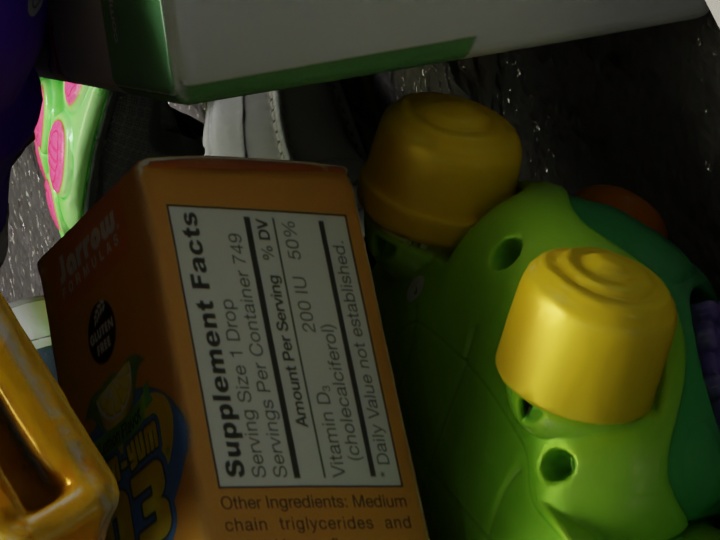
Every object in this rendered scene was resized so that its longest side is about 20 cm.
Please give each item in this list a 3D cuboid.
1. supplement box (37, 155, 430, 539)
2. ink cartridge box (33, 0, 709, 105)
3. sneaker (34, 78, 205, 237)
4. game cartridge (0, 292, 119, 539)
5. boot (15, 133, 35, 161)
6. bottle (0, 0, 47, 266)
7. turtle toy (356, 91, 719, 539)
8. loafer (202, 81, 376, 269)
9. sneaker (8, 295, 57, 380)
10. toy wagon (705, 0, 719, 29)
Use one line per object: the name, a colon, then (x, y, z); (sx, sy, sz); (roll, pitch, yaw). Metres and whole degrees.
supplement box: (-0.023, 0.076, 0.629); (0.067, 0.068, 0.201); (-41, 53, 49)
ink cartridge box: (-0.019, -0.100, 0.717); (0.200, 0.144, 0.085); (-163, 63, -66)
sneaker: (-0.064, -0.027, 0.934); (0.201, 0.083, 0.077); (79, 173, -51)
game cartridge: (-0.123, 0.013, 0.653); (0.177, 0.032, 0.200); (57, 159, 11)
boot: (-0.113, -0.112, 0.944); (0.068, 0.200, 0.189); (20, 133, 20)
bottle: (-0.111, -0.083, 0.664); (0.084, 0.065, 0.201); (-115, 23, -46)
turtle toy: (0.059, 0.054, 0.654); (0.200, 0.101, 0.146); (50, 131, 48)
loafer: (0.000, 0.000, 0.848); (0.070, 0.070, 0.201); (-31, 57, 26)
sneaker: (-0.166, 0.113, 0.958); (0.077, 0.201, 0.147); (82, 162, -71)
toy wagon: (0.118, -0.083, 0.526); (0.200, 0.039, 0.156); (-152, 53, -63)
